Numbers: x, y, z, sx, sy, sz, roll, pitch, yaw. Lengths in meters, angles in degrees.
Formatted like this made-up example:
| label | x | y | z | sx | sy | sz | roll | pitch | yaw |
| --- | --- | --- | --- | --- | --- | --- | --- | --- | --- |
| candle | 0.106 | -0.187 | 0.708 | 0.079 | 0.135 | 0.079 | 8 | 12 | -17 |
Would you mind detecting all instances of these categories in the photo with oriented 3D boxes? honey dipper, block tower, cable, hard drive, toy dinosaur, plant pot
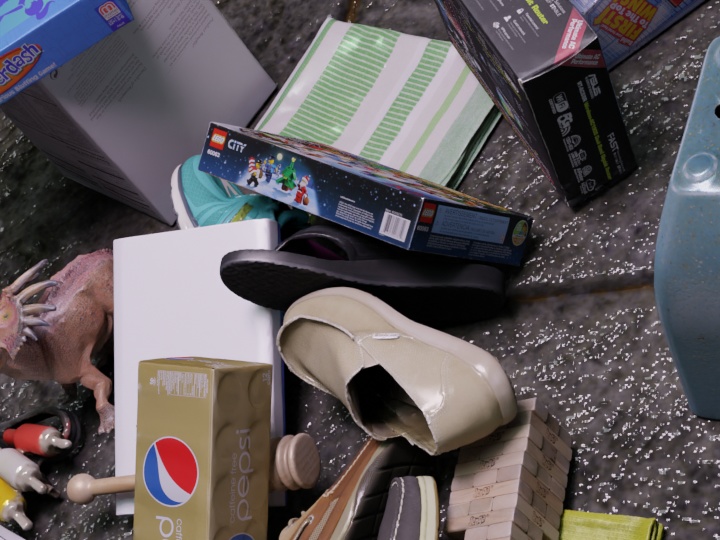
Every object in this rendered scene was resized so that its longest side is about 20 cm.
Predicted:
| label | x | y | z | sx | sy | sz | roll | pitch | yaw |
| --- | --- | --- | --- | --- | --- | --- | --- | --- | --- |
| honey dipper | -0.121 | 0.140 | 1.301 | 0.200 | 0.038 | 0.038 | -9 | 53 | 29 |
| block tower | 0.086 | 0.172 | 1.170 | 0.058 | 0.054 | 0.200 | -15 | 47 | 33 |
| cable | -0.289 | 0.129 | 1.436 | 0.200 | 0.050 | 0.097 | 17 | 72 | 36 |
| hard drive | -0.116 | 0.070 | 1.342 | 0.132 | 0.025 | 0.200 | -7 | 78 | 26 |
| toy dinosaur | -0.214 | 0.030 | 1.395 | 0.086 | 0.136 | 0.200 | -6 | 34 | 34 |
| plant pot | 0.280 | -0.038 | 1.125 | 0.195 | 0.200 | 0.197 | 3 | 59 | 31 |

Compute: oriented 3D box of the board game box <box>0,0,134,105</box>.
| label | x | y | z | sx | sy | sz | roll | pitch | yaw |
| --- | --- | --- | --- | --- | --- | --- | --- | --- | --- |
| board game box | -0.276 | -0.189 | 1.395 | 0.200 | 0.045 | 0.152 | -32 | 47 | 8 |

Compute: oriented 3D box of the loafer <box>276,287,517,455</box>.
| label | x | y | z | sx | sy | sz | roll | pitch | yaw |
| --- | --- | --- | --- | --- | --- | --- | --- | --- | --- |
| loafer | 0.009 | 0.066 | 1.217 | 0.200 | 0.076 | 0.068 | 15 | 40 | 45 |

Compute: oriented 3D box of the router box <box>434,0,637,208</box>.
| label | x | y | z | sx | sy | sz | roll | pitch | yaw |
| --- | --- | --- | --- | --- | --- | --- | --- | --- | --- |
| router box | 0.112 | -0.163 | 1.335 | 0.062 | 0.150 | 0.200 | -30 | 54 | -1 |

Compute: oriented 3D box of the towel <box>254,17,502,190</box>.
| label | x | y | z | sx | sy | sz | roll | pitch | yaw |
| --- | --- | --- | --- | --- | --- | --- | --- | --- | --- |
| towel | 0.016 | -0.125 | 1.466 | 0.200 | 0.023 | 0.153 | 16 | 66 | 38 |

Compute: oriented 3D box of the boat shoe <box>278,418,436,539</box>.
| label | x | y | z | sx | sy | sz | roll | pitch | yaw |
| --- | --- | --- | --- | --- | --- | --- | --- | --- | --- |
| boat shoe | -0.021 | 0.183 | 1.225 | 0.074 | 0.076 | 0.200 | 11 | 63 | 39 |

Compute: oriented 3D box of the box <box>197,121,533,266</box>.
| label | x | y | z | sx | sy | sz | roll | pitch | yaw |
| --- | --- | --- | --- | --- | --- | --- | --- | --- | --- |
| box | 0.003 | -0.055 | 1.330 | 0.200 | 0.136 | 0.038 | 22 | 99 | 36 |

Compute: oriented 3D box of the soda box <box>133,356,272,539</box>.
| label | x | y | z | sx | sy | sz | roll | pitch | yaw |
| --- | --- | --- | --- | --- | --- | --- | --- | --- | --- |
| soda box | -0.104 | 0.158 | 1.230 | 0.064 | 0.068 | 0.201 | 4 | 92 | 32 |

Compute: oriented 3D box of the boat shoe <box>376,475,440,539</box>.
| label | x | y | z | sx | sy | sz | roll | pitch | yaw |
| --- | --- | --- | --- | --- | --- | --- | --- | --- | --- |
| boat shoe | 0.003 | 0.216 | 1.150 | 0.066 | 0.072 | 0.201 | 13 | 68 | -3 |

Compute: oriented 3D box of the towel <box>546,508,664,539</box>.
| label | x | y | z | sx | sy | sz | roll | pitch | yaw |
| --- | --- | --- | --- | --- | --- | --- | --- | --- | --- |
| towel | 0.120 | 0.237 | 1.139 | 0.086 | 0.018 | 0.200 | 3 | 59 | 31 |

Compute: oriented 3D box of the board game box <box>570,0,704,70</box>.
| label | x | y | z | sx | sy | sz | roll | pitch | yaw |
| --- | --- | --- | --- | --- | --- | --- | --- | --- | --- |
| board game box | 0.194 | -0.244 | 1.362 | 0.200 | 0.200 | 0.062 | -46 | 44 | 12 |

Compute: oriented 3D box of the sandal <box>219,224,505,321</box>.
| label | x | y | z | sx | sy | sz | roll | pitch | yaw |
| --- | --- | --- | --- | --- | --- | --- | --- | --- | --- |
| sandal | 0.000 | 0.001 | 1.299 | 0.200 | 0.075 | 0.048 | 5 | 62 | -13 |

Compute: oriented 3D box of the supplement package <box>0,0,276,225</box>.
| label | x | y | z | sx | sy | sz | roll | pitch | yaw |
| --- | --- | --- | --- | --- | --- | --- | --- | --- | --- |
| supplement package | -0.203 | -0.168 | 1.505 | 0.151 | 0.200 | 0.152 | 23 | 71 | 40 |

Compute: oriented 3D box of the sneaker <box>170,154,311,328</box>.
| label | x | y | z | sx | sy | sz | roll | pitch | yaw |
| --- | --- | --- | --- | --- | --- | --- | --- | --- | --- |
| sneaker | -0.069 | -0.025 | 1.396 | 0.200 | 0.077 | 0.080 | 48 | 117 | 35 |

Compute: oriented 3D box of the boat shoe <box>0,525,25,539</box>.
| label | x | y | z | sx | sy | sz | roll | pitch | yaw |
| --- | --- | --- | --- | --- | --- | --- | --- | --- | --- |
| boat shoe | -0.315 | 0.203 | 1.376 | 0.200 | 0.066 | 0.072 | 25 | 103 | 36 |
